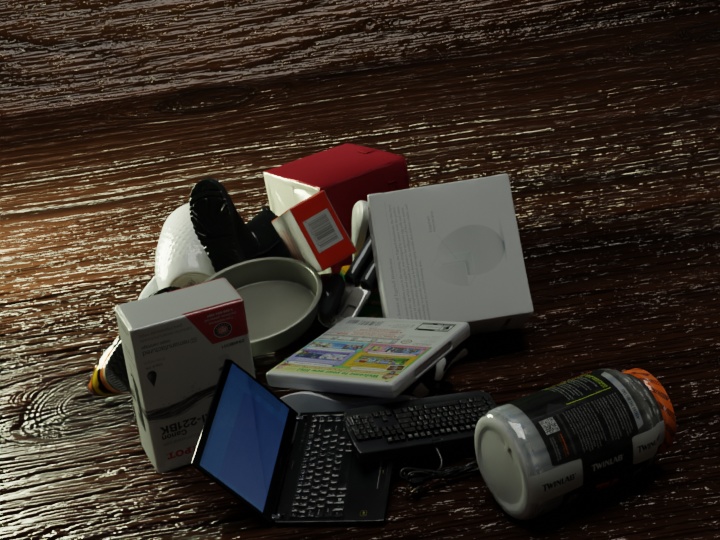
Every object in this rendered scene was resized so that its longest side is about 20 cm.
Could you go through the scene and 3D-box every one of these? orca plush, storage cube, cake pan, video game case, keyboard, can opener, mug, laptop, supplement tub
[{"bbox_3d":[0.088,0.113,1.617,0.199,0.072,0.105,-21,25,-31],"label":"orca plush"},{"bbox_3d":[-0.034,-0.100,2.062,0.179,0.172,0.199,-22,25,-31],"label":"storage cube"},{"bbox_3d":[-0.147,0.053,1.704,0.198,0.037,0.201,-9,34,6],"label":"cake pan"},{"bbox_3d":[0.011,0.106,1.541,0.199,0.022,0.182,1,23,37],"label":"video game case"},{"bbox_3d":[0.085,0.194,1.413,0.198,0.021,0.128,-6,46,-23],"label":"keyboard"},{"bbox_3d":[0.000,0.000,1.771,0.053,0.067,0.201,18,61,27],"label":"can opener"},{"bbox_3d":[-0.273,0.008,1.940,0.199,0.148,0.176,-32,26,16],"label":"mug"},{"bbox_3d":[-0.066,0.189,1.385,0.198,0.104,0.178,-3,37,12],"label":"laptop"},{"bbox_3d":[0.234,0.181,1.324,0.198,0.124,0.122,-17,23,-21],"label":"supplement tub"}]

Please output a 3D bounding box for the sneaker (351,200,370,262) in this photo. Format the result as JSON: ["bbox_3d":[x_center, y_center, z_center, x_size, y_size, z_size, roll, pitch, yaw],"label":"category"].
[{"bbox_3d":[0.036,-0.045,1.907,0.098,0.201,0.071,-1,57,-2],"label":"sneaker"}]

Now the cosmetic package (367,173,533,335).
[{"bbox_3d":[0.119,-0.011,1.708,0.198,0.201,0.123,-8,-12,-3],"label":"cosmetic package"}]

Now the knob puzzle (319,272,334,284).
[{"bbox_3d":[-0.126,0.046,1.826,0.218,0.031,0.220,-22,18,7],"label":"knob puzzle"}]

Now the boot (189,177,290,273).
[{"bbox_3d":[-0.175,-0.060,1.875,0.073,0.200,0.162,-15,10,29],"label":"boot"}]

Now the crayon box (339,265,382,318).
[{"bbox_3d":[0.063,0.034,1.842,0.198,0.059,0.119,-5,22,9],"label":"crayon box"}]

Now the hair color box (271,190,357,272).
[{"bbox_3d":[-0.070,-0.050,1.786,0.061,0.102,0.200,-29,4,-12],"label":"hair color box"}]

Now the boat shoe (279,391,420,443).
[{"bbox_3d":[-0.012,0.176,1.510,0.198,0.071,0.066,-7,3,12],"label":"boat shoe"}]

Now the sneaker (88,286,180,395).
[{"bbox_3d":[-0.319,0.099,1.740,0.090,0.070,0.201,-23,25,45],"label":"sneaker"}]

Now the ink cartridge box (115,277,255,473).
[{"bbox_3d":[-0.207,0.130,1.504,0.143,0.202,0.084,-15,26,-19],"label":"ink cartridge box"}]
